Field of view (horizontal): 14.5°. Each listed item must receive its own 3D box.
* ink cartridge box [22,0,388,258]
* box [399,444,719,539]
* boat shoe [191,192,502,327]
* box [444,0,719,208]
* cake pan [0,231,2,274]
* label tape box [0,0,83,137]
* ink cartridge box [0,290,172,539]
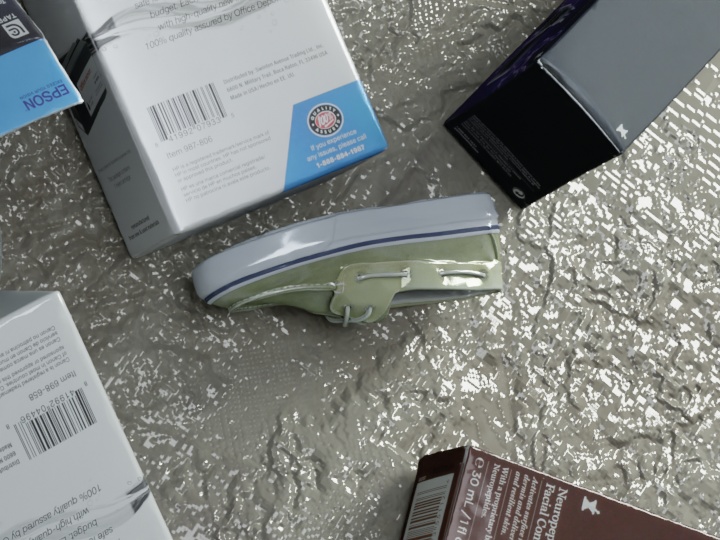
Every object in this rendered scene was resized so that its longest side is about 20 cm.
[{"bbox_3d":[-0.096,-0.128,1.612,0.145,0.084,0.200,-23,89,-26],"label":"ink cartridge box"},{"bbox_3d":[0.122,0.182,1.648,0.200,0.075,0.100,21,72,-20],"label":"box"},{"bbox_3d":[0.000,0.000,1.634,0.200,0.072,0.062,-12,82,-27],"label":"boat shoe"},{"bbox_3d":[0.161,-0.142,1.692,0.079,0.141,0.200,48,65,-8],"label":"box"},{"bbox_3d":[-0.287,-0.017,1.534,0.200,0.037,0.200,5,78,-22],"label":"cake pan"},{"bbox_3d":[-0.264,-0.126,1.514,0.143,0.066,0.200,-28,73,-30],"label":"label tape box"},{"bbox_3d":[-0.192,0.130,1.499,0.144,0.084,0.200,-29,103,-25],"label":"ink cartridge box"}]
